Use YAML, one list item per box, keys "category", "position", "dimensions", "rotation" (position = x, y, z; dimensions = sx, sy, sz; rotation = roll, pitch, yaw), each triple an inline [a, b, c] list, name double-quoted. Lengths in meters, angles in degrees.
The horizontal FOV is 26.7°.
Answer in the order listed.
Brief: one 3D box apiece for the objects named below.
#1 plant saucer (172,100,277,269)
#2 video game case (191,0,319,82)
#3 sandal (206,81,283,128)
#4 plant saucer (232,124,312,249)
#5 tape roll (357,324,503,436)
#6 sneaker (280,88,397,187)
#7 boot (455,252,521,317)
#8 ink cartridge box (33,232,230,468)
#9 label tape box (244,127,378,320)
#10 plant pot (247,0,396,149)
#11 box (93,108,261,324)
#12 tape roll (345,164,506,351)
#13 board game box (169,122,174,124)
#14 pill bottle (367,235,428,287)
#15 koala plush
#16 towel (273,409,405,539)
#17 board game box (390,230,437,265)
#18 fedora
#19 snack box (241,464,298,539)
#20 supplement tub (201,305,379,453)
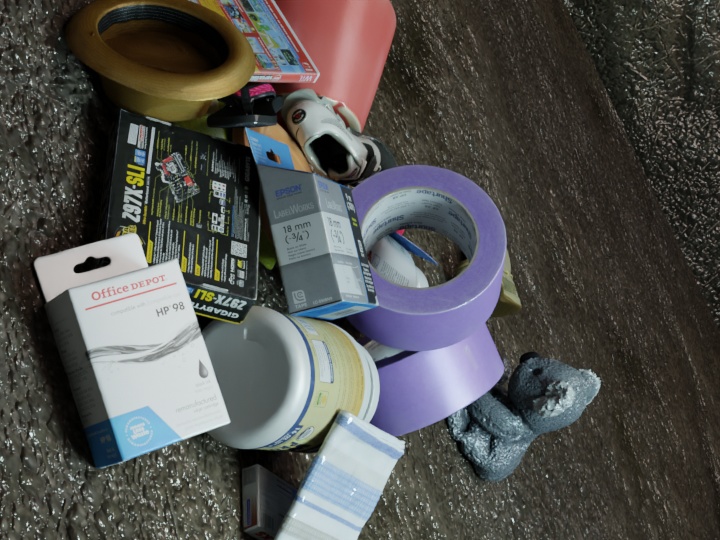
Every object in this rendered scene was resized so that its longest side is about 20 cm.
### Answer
- category: "plant saucer"
  position: [-0.143, -0.131, 1.725]
  dimensions: [0.200, 0.048, 0.201]
  rotation: [47, 25, -52]
- category: "video game case"
  position: [-0.155, -0.272, 1.744]
  dimensions: [0.199, 0.017, 0.144]
  rotation: [-5, 54, -42]
- category: "sandal"
  position: [-0.122, -0.184, 1.640]
  dimensions: [0.200, 0.074, 0.045]
  rotation: [-78, 168, -75]
- category: "plant saucer"
  position: [-0.082, -0.088, 1.720]
  dimensions: [0.201, 0.032, 0.201]
  rotation: [58, 17, -29]
- category: "tape roll"
  position: [0.065, 0.118, 1.822]
  dimensions: [0.085, 0.199, 0.200]
  rotation: [65, 24, -10]
- category: "sneaker"
  position: [-0.019, -0.130, 1.817]
  dimensions: [0.200, 0.074, 0.089]
  rotation: [33, 27, -43]
- category: "boot"
  position: [0.190, -0.025, 2.392]
  dimensions: [0.200, 0.072, 0.157]
  rotation: [32, 44, -58]
- category: "ink cartridge box"
  position: [-0.210, 0.065, 1.382]
  dimensions: [0.115, 0.067, 0.202]
  rotation: [-17, 87, -32]
- category: "label tape box"
  position: [-0.049, -0.054, 1.597]
  dimensions: [0.144, 0.063, 0.202]
  rotation: [11, 64, -74]
- category: "plant pot"
  position: [-0.060, -0.252, 1.893]
  dimensions: [0.200, 0.199, 0.179]
  rotation: [42, 44, -47]
- category: "box"
  position: [-0.181, -0.056, 1.528]
  dimensions: [0.158, 0.049, 0.201]
  rotation: [13, 50, -19]
- category: "tape roll"
  position: [0.065, -0.015, 1.730]
  dimensions: [0.085, 0.198, 0.201]
  rotation: [90, -5, -59]
- category: "board game box"
  position: [-0.190, -0.092, 1.666]
  dimensions: [0.201, 0.030, 0.096]
  rotation: [62, 23, -24]
- category: "pill bottle"
  position: [0.000, 0.000, 1.900]
  dimensions: [0.200, 0.113, 0.114]
  rotation: [37, 40, -52]
- category: "koala plush"
  position: [0.237, 0.191, 2.164]
  dimensions: [0.177, 0.199, 0.185]
  rotation: [1, 71, -66]
- category: "towel"
  position: [-0.028, 0.251, 1.596]
  dimensions: [0.201, 0.024, 0.147]
  rotation: [-63, 148, -7]
- category: "board game box"
  position: [0.023, -0.076, 1.945]
  dimensions: [0.158, 0.039, 0.200]
  rotation: [35, -4, -31]
- category: "fedora"
  position: [-0.211, -0.212, 1.583]
  dimensions: [0.201, 0.199, 0.082]
  rotation: [-79, -177, -50]
- category: "snack box"
  position: [-0.065, 0.279, 1.647]
  dimensions: [0.200, 0.024, 0.072]
  rotation: [42, 35, -48]
- category: "supplement tub"
  position: [-0.076, 0.118, 1.598]
  dimensions: [0.200, 0.144, 0.146]
  rotation: [17, 56, -61]
